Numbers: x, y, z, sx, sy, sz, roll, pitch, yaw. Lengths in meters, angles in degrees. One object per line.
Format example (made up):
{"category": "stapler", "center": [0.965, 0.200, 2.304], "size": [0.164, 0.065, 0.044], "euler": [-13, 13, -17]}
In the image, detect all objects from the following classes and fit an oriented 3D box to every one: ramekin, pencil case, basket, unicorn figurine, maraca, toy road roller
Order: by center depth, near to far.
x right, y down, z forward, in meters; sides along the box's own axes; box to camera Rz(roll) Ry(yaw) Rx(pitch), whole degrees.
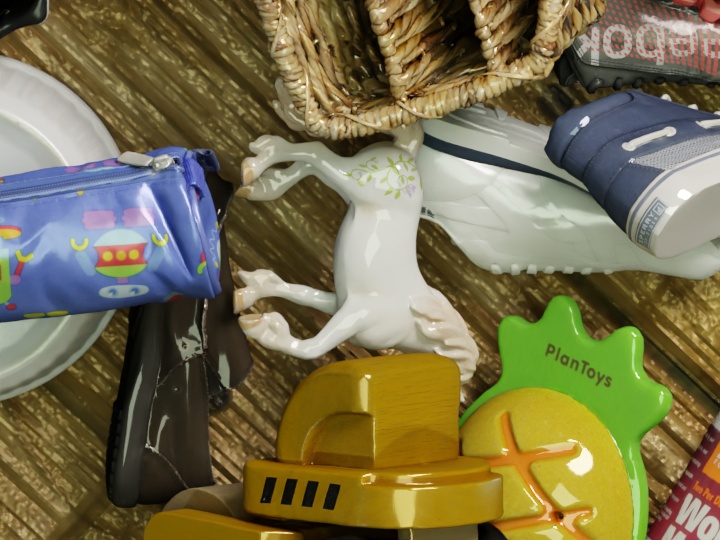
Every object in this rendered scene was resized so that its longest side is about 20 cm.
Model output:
{"category": "basket", "center": [0.032, -0.182, 1.515], "size": [0.143, 0.149, 0.200], "euler": [-1, 115, 38]}
{"category": "pencil case", "center": [-0.168, -0.016, 1.528], "size": [0.200, 0.078, 0.087], "euler": [-7, 126, -3]}
{"category": "toy road roller", "center": [-0.014, 0.116, 1.584], "size": [0.200, 0.123, 0.146], "euler": [3, 94, 41]}
{"category": "unicorn figurine", "center": [0.000, 0.000, 1.602], "size": [0.137, 0.074, 0.200], "euler": [1, 114, -9]}
{"category": "ramekin", "center": [-0.222, -0.020, 1.612], "size": [0.202, 0.094, 0.203], "euler": [0, 96, -4]}
{"category": "maraca", "center": [0.103, 0.115, 1.630], "size": [0.137, 0.107, 0.200], "euler": [25, 108, 29]}

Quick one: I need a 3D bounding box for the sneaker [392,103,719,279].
{"category": "sneaker", "center": [0.107, -0.031, 1.649], "size": [0.200, 0.076, 0.081], "euler": [21, 107, -2]}

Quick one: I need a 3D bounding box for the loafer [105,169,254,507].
{"category": "loafer", "center": [-0.093, 0.037, 1.643], "size": [0.071, 0.073, 0.200], "euler": [9, 103, -11]}

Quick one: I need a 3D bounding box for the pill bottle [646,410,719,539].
{"category": "pill bottle", "center": [0.226, 0.141, 1.647], "size": [0.109, 0.110, 0.200], "euler": [29, 94, -6]}

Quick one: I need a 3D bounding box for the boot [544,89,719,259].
{"category": "boot", "center": [0.192, -0.068, 1.616], "size": [0.090, 0.200, 0.073], "euler": [44, 124, 26]}

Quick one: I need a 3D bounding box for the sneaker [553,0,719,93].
{"category": "sneaker", "center": [0.159, -0.133, 1.636], "size": [0.200, 0.071, 0.098], "euler": [27, 106, -13]}

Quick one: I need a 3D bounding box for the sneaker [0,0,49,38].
{"category": "sneaker", "center": [-0.256, -0.134, 1.569], "size": [0.200, 0.080, 0.074], "euler": [-28, 132, -21]}
